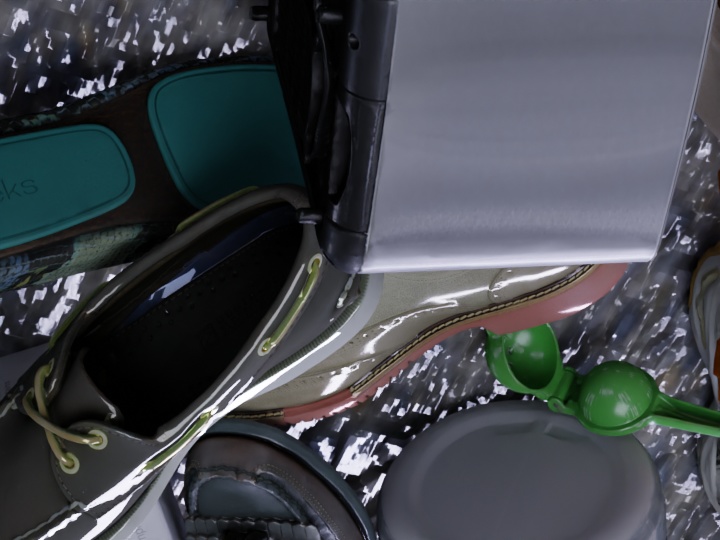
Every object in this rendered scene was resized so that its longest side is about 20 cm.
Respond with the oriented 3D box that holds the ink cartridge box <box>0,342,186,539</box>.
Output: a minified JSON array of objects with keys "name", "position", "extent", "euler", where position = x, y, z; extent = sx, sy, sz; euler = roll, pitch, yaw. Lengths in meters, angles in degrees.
[{"name":"ink cartridge box","position":[-0.171,0.127,0.838],"extent":[0.199,0.083,0.147],"euler":[-18,126,-3]}]

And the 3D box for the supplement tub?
[{"name":"supplement tub","position":[0.077,0.167,0.908],"extent":[0.122,0.123,0.201],"euler":[-13,125,-6]}]

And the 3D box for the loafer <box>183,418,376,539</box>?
[{"name":"loafer","position":[-0.029,0.137,0.861],"extent":[0.071,0.063,0.200],"euler":[4,145,18]}]

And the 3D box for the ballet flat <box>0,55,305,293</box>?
[{"name":"ballet flat","position":[-0.085,-0.033,0.764],"extent":[0.199,0.074,0.075],"euler":[-10,127,-28]}]

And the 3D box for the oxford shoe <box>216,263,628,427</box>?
[{"name":"oxford shoe","position":[0.000,0.000,0.790],"extent":[0.199,0.071,0.074],"euler":[-25,143,17]}]

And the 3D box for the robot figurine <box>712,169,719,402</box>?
[{"name":"robot figurine","position":[0.238,0.003,0.794],"extent":[0.199,0.058,0.146],"euler":[0,101,-4]}]

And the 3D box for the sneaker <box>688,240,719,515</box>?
[{"name":"sneaker","position":[0.190,0.079,0.902],"extent":[0.075,0.088,0.201],"euler":[-23,127,-1]}]

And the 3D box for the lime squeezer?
[{"name":"lime squeezer","position":[0.097,0.034,0.857],"extent":[0.199,0.038,0.071],"euler":[31,128,1]}]

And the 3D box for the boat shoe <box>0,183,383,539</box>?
[{"name":"boat shoe","position":[-0.084,0.041,0.729],"extent":[0.201,0.072,0.060],"euler":[-39,155,4]}]

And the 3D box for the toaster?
[{"name":"toaster","position":[0.035,-0.109,0.666],"extent":[0.118,0.200,0.182],"euler":[0,123,-10]}]

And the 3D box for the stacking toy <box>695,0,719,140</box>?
[{"name":"stacking toy","position":[0.200,-0.132,0.727],"extent":[0.199,0.146,0.147],"euler":[-28,126,-8]}]
